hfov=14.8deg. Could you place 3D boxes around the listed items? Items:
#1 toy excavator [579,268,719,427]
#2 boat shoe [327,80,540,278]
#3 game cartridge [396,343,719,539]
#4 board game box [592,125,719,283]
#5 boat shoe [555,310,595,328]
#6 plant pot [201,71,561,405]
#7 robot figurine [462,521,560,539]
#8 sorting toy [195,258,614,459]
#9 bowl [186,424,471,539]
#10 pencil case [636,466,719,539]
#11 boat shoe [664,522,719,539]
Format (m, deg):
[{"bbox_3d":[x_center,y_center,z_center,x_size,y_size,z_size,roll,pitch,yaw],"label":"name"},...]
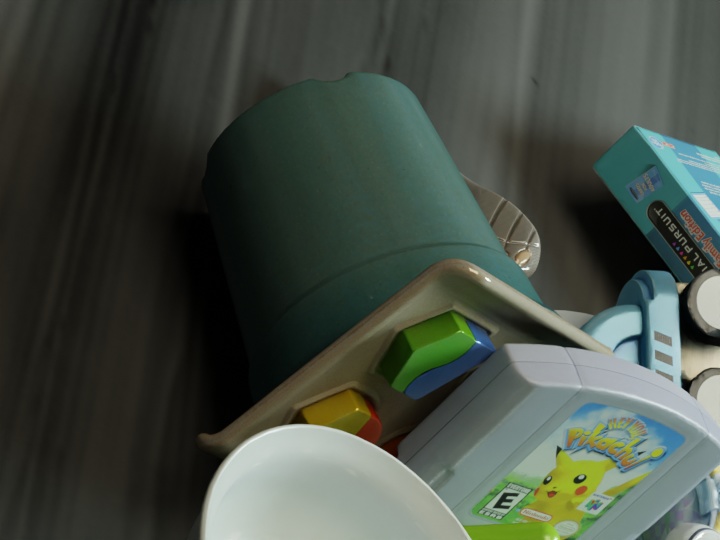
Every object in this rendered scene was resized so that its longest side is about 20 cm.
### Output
[{"bbox_3d":[0.145,0.094,1.770,0.198,0.100,0.196,4,74,-9],"label":"toy excavator"},{"bbox_3d":[0.029,-0.044,1.835,0.076,0.072,0.200,-31,66,-36],"label":"boat shoe"},{"bbox_3d":[0.123,0.107,1.631,0.199,0.133,0.041,20,31,-42],"label":"game cartridge"},{"bbox_3d":[0.269,-0.007,2.004,0.200,0.047,0.151,55,21,23],"label":"board game box"},{"bbox_3d":[0.168,0.096,1.872,0.201,0.074,0.087,29,47,-41],"label":"boat shoe"},{"bbox_3d":[0.000,0.000,1.687,0.199,0.200,0.197,8,48,-42],"label":"plant pot"},{"bbox_3d":[0.070,0.225,1.589,0.115,0.176,0.200,-22,37,-25],"label":"robot figurine"},{"bbox_3d":[0.031,0.079,1.601,0.185,0.199,0.037,29,32,-53],"label":"sorting toy"},{"bbox_3d":[-0.025,0.189,1.450,0.200,0.090,0.202,26,43,-27],"label":"bowl"},{"bbox_3d":[0.277,0.179,1.896,0.199,0.091,0.084,17,42,-38],"label":"pencil case"},{"bbox_3d":[0.260,0.247,1.798,0.072,0.065,0.201,-41,115,-34],"label":"boat shoe"}]
